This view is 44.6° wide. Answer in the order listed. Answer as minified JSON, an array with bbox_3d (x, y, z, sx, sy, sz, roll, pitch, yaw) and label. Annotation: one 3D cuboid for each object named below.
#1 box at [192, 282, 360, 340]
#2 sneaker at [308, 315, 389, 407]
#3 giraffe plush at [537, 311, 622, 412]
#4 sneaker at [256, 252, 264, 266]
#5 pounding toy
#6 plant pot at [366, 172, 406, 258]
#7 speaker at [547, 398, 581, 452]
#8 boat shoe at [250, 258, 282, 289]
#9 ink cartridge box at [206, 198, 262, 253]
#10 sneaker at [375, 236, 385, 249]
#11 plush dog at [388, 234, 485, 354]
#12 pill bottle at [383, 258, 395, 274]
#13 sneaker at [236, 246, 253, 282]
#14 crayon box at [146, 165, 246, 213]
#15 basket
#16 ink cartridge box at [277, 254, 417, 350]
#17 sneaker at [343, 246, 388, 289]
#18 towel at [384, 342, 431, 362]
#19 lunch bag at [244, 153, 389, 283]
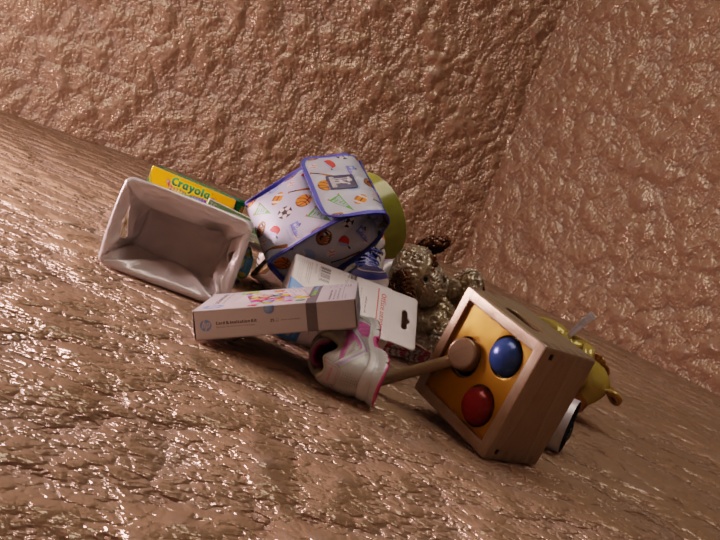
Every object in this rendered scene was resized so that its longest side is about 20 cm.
[{"bbox_3d":[-0.101,0.051,1.127,0.199,0.041,0.156,-6,6,2],"label":"box"},{"bbox_3d":[-0.023,0.100,1.126,0.088,0.082,0.200,19,10,-12],"label":"sneaker"},{"bbox_3d":[0.357,0.177,1.514,0.162,0.199,0.173,45,26,-31],"label":"giraffe plush"},{"bbox_3d":[-0.105,-0.012,1.791,0.199,0.075,0.115,-20,45,-38],"label":"sneaker"},{"bbox_3d":[0.146,0.130,1.116,0.142,0.185,0.200,17,16,-39],"label":"pounding toy"},{"bbox_3d":[-0.044,-0.075,1.729,0.199,0.188,0.187,-25,37,-37],"label":"plant pot"},{"bbox_3d":[0.209,0.181,1.252,0.199,0.082,0.081,25,7,22],"label":"speaker"},{"bbox_3d":[-0.154,0.008,1.606,0.069,0.071,0.200,44,-2,-9],"label":"boat shoe"},{"bbox_3d":[-0.212,-0.077,1.552,0.145,0.048,0.200,25,-7,-10],"label":"ink cartridge box"},{"bbox_3d":[-0.057,-0.029,1.527,0.112,0.200,0.077,51,-16,-27],"label":"sneaker"},{"bbox_3d":[0.102,0.035,1.454,0.160,0.172,0.200,-2,35,30],"label":"plush dog"},{"bbox_3d":[0.003,0.031,1.601,0.104,0.105,0.199,16,-10,-39],"label":"pill bottle"},{"bbox_3d":[-0.259,-0.034,1.512,0.130,0.080,0.200,23,7,27],"label":"sneaker"},{"bbox_3d":[-0.344,-0.121,1.774,0.199,0.119,0.058,23,6,12],"label":"crayon box"},{"bbox_3d":[-0.269,-0.044,1.321,0.199,0.136,0.123,21,2,-3],"label":"basket"},{"bbox_3d":[-0.021,0.066,1.290,0.199,0.068,0.116,20,40,-10],"label":"ink cartridge box"},{"bbox_3d":[0.000,0.000,1.431,0.080,0.116,0.199,12,-14,-6],"label":"sneaker"},{"bbox_3d":[0.013,0.109,1.461,0.146,0.030,0.199,28,6,42],"label":"towel"},{"bbox_3d":[-0.065,-0.085,1.385,0.124,0.199,0.170,54,8,-45],"label":"lunch bag"}]
